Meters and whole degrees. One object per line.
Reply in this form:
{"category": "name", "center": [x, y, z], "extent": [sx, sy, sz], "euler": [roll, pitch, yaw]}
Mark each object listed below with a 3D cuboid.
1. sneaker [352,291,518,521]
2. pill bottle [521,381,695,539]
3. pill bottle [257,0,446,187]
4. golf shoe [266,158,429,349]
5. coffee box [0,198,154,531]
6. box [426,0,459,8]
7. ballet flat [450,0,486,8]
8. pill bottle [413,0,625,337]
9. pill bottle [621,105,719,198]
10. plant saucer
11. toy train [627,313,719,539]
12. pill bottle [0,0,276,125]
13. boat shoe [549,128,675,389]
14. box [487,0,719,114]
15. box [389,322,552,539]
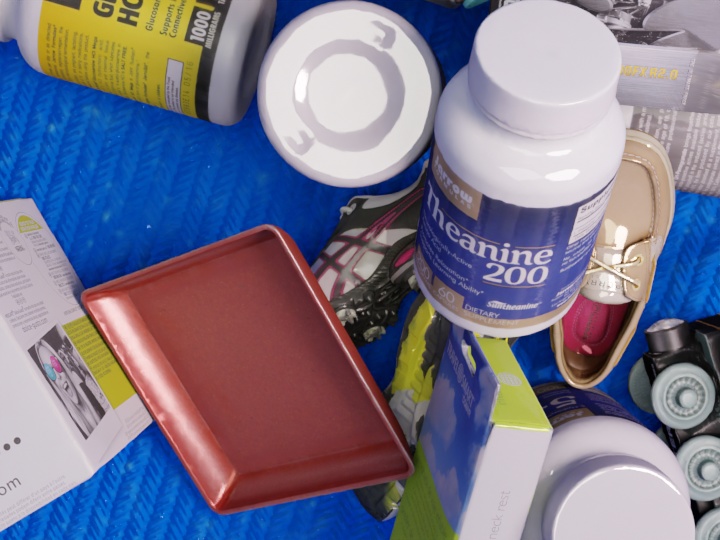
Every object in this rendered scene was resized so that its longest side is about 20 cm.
{"category": "sneaker", "center": [0.058, 0.098, 1.076], "extent": [0.074, 0.084, 0.200], "euler": [47, 124, 37]}
{"category": "pill bottle", "center": [0.152, 0.149, 1.003], "extent": [0.119, 0.200, 0.120], "euler": [0, 96, -4]}
{"category": "pill bottle", "center": [0.000, -0.115, 0.993], "extent": [0.113, 0.200, 0.114], "euler": [0, 95, 5]}
{"category": "golf shoe", "center": [0.000, 0.000, 1.081], "extent": [0.200, 0.077, 0.088], "euler": [-28, 62, 15]}
{"category": "coffee box", "center": [-0.289, 0.083, 1.040], "extent": [0.199, 0.200, 0.198], "euler": [-30, 92, 7]}
{"category": "box", "center": [0.028, -0.286, 0.971], "extent": [0.130, 0.200, 0.200], "euler": [16, 98, 3]}
{"category": "ballet flat", "center": [0.114, -0.217, 0.922], "extent": [0.069, 0.200, 0.070], "euler": [27, 131, 37]}
{"category": "pill bottle", "center": [0.095, -0.059, 0.895], "extent": [0.110, 0.200, 0.111], "euler": [2, 52, -3]}
{"category": "pill bottle", "center": [0.214, -0.110, 1.020], "extent": [0.199, 0.111, 0.111], "euler": [10, 97, 4]}
{"category": "plant saucer", "center": [-0.075, 0.068, 1.051], "extent": [0.200, 0.037, 0.200], "euler": [-18, 109, 39]}
{"category": "toy train", "center": [0.265, 0.122, 1.060], "extent": [0.114, 0.085, 0.201], "euler": [-18, 95, -3]}
{"category": "pill bottle", "center": [-0.166, -0.179, 1.043], "extent": [0.199, 0.112, 0.113], "euler": [16, 98, 3]}
{"category": "boat shoe", "center": [0.167, -0.001, 1.010], "extent": [0.073, 0.069, 0.201], "euler": [8, 132, 9]}
{"category": "box", "center": [0.163, -0.183, 0.978], "extent": [0.158, 0.200, 0.048], "euler": [6, 132, 5]}
{"category": "box", "center": [0.069, 0.136, 0.976], "extent": [0.047, 0.122, 0.201], "euler": [8, 113, -14]}
